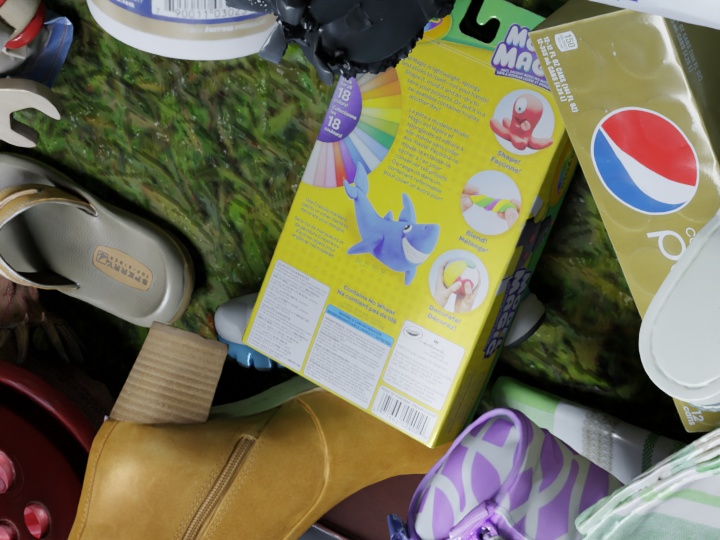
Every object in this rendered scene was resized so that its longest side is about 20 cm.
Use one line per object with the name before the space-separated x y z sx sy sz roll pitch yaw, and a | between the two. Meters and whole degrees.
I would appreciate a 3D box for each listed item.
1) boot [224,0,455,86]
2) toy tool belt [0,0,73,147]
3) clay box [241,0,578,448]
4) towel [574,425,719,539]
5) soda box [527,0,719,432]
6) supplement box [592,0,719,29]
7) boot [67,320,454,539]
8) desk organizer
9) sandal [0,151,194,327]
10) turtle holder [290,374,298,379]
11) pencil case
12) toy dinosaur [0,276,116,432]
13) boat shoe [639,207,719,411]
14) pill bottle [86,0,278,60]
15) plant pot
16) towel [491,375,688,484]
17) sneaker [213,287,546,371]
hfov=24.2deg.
boot | 0.012 -0.184 0.695 0.073 0.198 0.163 41 173 44
toy tool belt | -0.218 -0.123 0.950 0.199 0.125 0.123 3 153 43
clay box | 0.031 -0.033 0.789 0.115 0.048 0.201 28 104 22
towel | 0.204 0.080 0.699 0.200 0.152 0.023 -39 50 36
soda box | 0.148 -0.031 0.723 0.068 0.064 0.201 -7 115 43
supplement box | 0.133 -0.156 0.616 0.199 0.103 0.102 19 132 32
boot | -0.042 0.120 0.841 0.200 0.145 0.071 19 176 -19
desk organizer | -0.035 0.101 0.914 0.199 0.077 0.072 27 159 -2
sandal | -0.191 -0.018 1.015 0.199 0.054 0.081 22 109 25
turtle holder | -0.082 0.159 1.011 0.140 0.132 0.186 17 129 30
pencil case | 0.113 0.146 0.779 0.200 0.086 0.084 37 99 -18
toy dinosaur | -0.190 0.088 1.093 0.200 0.086 0.136 38 131 4
boat shoe | 0.190 -0.026 0.656 0.200 0.062 0.073 -52 52 10
pill bottle | -0.071 -0.205 0.746 0.111 0.111 0.201 26 133 24
plant pot | -0.248 0.161 1.000 0.200 0.183 0.201 13 127 18
towel | 0.158 0.142 0.876 0.199 0.031 0.150 21 129 31
sneaker | 0.000 0.000 0.879 0.199 0.075 0.087 -8 107 35
